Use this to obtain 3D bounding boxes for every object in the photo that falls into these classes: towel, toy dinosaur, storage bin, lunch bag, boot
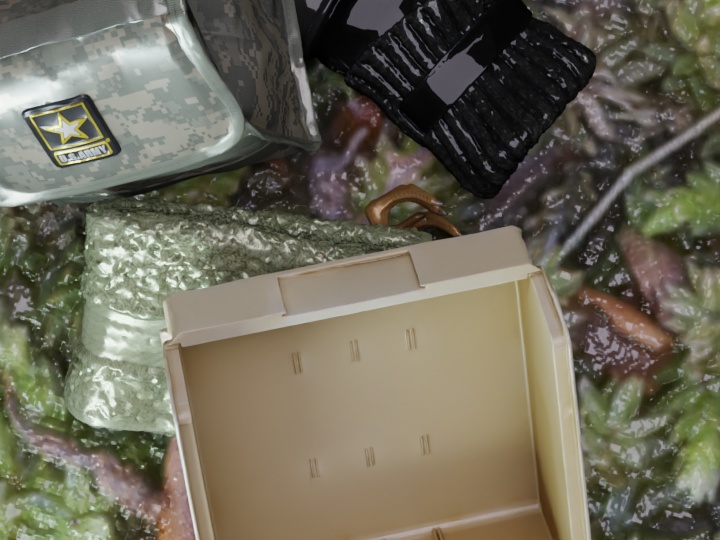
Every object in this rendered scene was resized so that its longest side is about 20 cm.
[{"bbox_3d":[-0.054,0.034,1.441,0.198,0.037,0.149,9,122,-2],"label":"towel"},{"bbox_3d":[0.000,0.000,1.475,0.200,0.060,0.106,40,85,1],"label":"toy dinosaur"},{"bbox_3d":[0.009,0.095,1.400,0.198,0.094,0.200,-11,125,-4],"label":"storage bin"},{"bbox_3d":[-0.129,-0.099,1.384,0.163,0.200,0.119,-13,83,17],"label":"lunch bag"},{"bbox_3d":[0.070,-0.162,1.485,0.157,0.079,0.212,34,94,7],"label":"boot"}]
